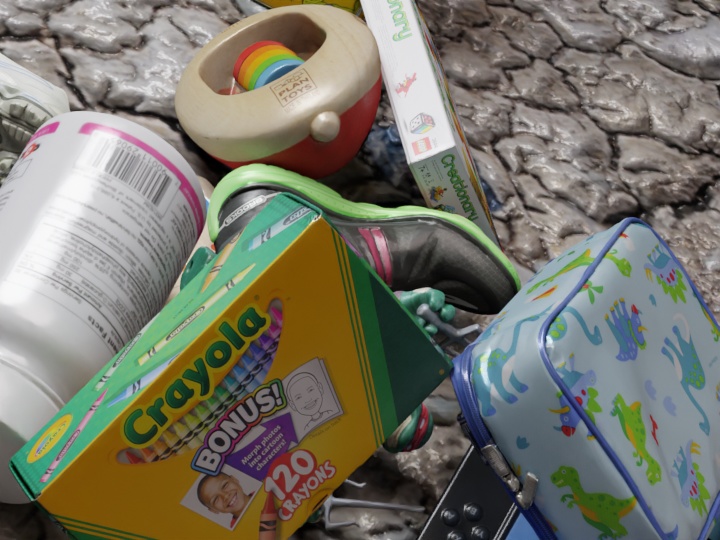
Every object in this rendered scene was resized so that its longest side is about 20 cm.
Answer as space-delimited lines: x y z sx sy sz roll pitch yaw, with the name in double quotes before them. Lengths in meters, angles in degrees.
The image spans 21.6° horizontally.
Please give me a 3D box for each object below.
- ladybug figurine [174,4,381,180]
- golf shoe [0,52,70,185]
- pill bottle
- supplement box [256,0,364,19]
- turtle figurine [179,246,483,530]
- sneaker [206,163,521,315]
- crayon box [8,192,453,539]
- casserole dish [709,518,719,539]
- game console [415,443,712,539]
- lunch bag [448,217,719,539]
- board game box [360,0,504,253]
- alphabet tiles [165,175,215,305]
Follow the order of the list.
"ladybug figurine" -0.047 -0.110 1.213 0.135 0.072 0.200 -29 27 -3
"golf shoe" -0.275 -0.120 1.182 0.199 0.079 0.097 27 26 -4
"pill bottle" -0.171 0.019 1.034 0.113 0.114 0.201 24 54 1
"supplement box" -0.012 -0.284 1.341 0.109 0.201 0.109 28 44 5
"turtle figurine" -0.020 0.068 1.058 0.199 0.101 0.150 24 85 -15
"sneaker" 0.000 0.000 1.157 0.199 0.077 0.084 13 61 -6
"crayon box" -0.064 0.073 0.959 0.200 0.119 0.058 -45 27 -7
"casserole dish" 0.183 0.107 1.164 0.121 0.039 0.200 30 43 6
"game console" 0.126 0.173 1.010 0.199 0.119 0.173 30 62 6
"lunch bag" 0.140 0.075 1.032 0.161 0.082 0.200 56 33 -6
"board game box" 0.044 -0.108 1.254 0.034 0.126 0.201 -20 50 7
"alphabet tiles" -0.086 0.023 1.149 0.195 0.015 0.200 -19 58 -35
